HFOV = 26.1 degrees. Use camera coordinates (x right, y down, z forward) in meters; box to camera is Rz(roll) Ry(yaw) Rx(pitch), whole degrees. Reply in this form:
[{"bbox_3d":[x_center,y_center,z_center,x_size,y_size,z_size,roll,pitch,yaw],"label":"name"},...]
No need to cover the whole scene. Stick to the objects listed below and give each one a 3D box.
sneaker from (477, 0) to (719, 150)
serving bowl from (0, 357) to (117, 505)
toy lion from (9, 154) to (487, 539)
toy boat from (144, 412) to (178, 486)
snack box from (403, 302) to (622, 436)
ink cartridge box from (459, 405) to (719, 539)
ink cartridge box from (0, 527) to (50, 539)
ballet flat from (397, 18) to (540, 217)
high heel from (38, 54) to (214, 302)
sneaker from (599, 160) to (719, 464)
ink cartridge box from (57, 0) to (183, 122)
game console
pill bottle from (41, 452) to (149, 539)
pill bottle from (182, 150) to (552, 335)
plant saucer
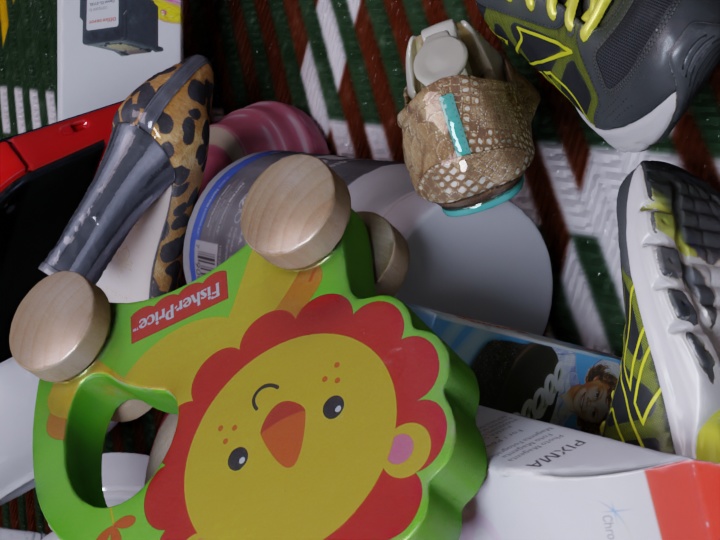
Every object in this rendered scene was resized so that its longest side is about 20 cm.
[{"bbox_3d":[0.090,-0.109,0.657,0.075,0.084,0.200,-56,17,5],"label":"sneaker"},{"bbox_3d":[-0.219,0.105,1.000,0.200,0.199,0.066,-35,84,46],"label":"serving bowl"},{"bbox_3d":[-0.047,0.064,0.619,0.198,0.069,0.193,-24,51,21],"label":"toy lion"},{"bbox_3d":[-0.026,0.123,0.751,0.131,0.129,0.202,-87,-13,-65],"label":"toy boat"},{"bbox_3d":[0.044,0.124,0.675,0.037,0.115,0.202,15,92,57],"label":"snack box"},{"bbox_3d":[0.103,0.142,0.570,0.199,0.057,0.164,11,122,61],"label":"ink cartridge box"},{"bbox_3d":[-0.243,0.239,0.993,0.084,0.198,0.148,-18,65,49],"label":"ink cartridge box"},{"bbox_3d":[0.049,-0.083,0.725,0.200,0.070,0.066,-92,-17,-74],"label":"ballet flat"},{"bbox_3d":[-0.110,-0.040,0.894,0.143,0.071,0.200,-59,-8,-5],"label":"high heel"},{"bbox_3d":[0.122,0.051,0.620,0.084,0.074,0.202,-36,50,45],"label":"sneaker"},{"bbox_3d":[-0.162,-0.175,1.057,0.146,0.082,0.203,151,118,-81],"label":"ink cartridge box"},{"bbox_3d":[-0.182,-0.018,0.918,0.031,0.176,0.201,43,133,15],"label":"game console"},{"bbox_3d":[-0.147,0.218,0.933,0.112,0.111,0.202,-37,49,44],"label":"pill bottle"},{"bbox_3d":[0.000,0.000,0.789,0.199,0.113,0.115,12,89,57],"label":"pill bottle"},{"bbox_3d":[-0.088,-0.012,0.986,0.200,0.050,0.203,-27,57,51],"label":"plant saucer"}]
